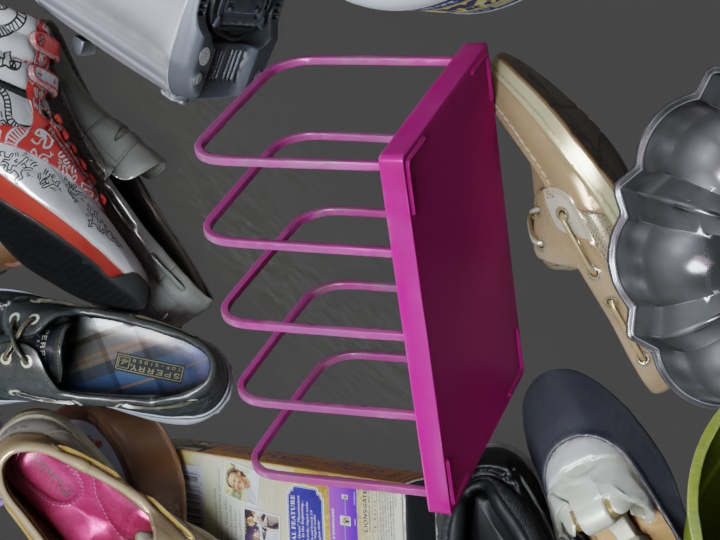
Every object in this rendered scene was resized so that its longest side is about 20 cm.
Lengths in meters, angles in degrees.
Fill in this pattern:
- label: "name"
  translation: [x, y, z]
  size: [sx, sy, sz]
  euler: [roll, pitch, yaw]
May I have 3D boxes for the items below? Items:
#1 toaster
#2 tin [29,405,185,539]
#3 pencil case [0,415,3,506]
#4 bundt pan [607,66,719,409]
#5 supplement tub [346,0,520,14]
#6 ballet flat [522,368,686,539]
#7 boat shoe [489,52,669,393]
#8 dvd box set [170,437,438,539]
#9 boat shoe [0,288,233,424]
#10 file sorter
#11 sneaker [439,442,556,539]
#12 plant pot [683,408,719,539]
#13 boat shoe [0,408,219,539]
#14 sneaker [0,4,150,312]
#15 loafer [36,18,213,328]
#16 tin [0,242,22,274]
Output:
- label: "toaster"
  translation: [-0.099, -0.201, 1.065]
  size: [0.128, 0.114, 0.201]
  euler: [26, 106, 17]
- label: "tin"
  translation: [-0.150, 0.175, 1.139]
  size: [0.111, 0.042, 0.202]
  euler: [4, 99, 40]
- label: "pencil case"
  translation: [-0.263, 0.055, 1.143]
  size: [0.201, 0.083, 0.086]
  euler: [66, 154, 19]
- label: "bundt pan"
  translation: [0.226, -0.012, 0.958]
  size: [0.200, 0.076, 0.204]
  euler: [0, 94, -1]
- label: "supplement tub"
  translation: [0.033, -0.203, 0.972]
  size: [0.143, 0.200, 0.146]
  euler: [2, 97, 19]
- label: "ballet flat"
  translation: [0.146, 0.145, 1.043]
  size: [0.073, 0.073, 0.201]
  euler: [-30, 86, 20]
- label: "boat shoe"
  translation: [0.120, -0.025, 1.031]
  size: [0.064, 0.071, 0.201]
  euler: [-38, 85, 18]
- label: "dvd box set"
  translation: [-0.039, 0.177, 1.091]
  size: [0.199, 0.029, 0.148]
  euler: [2, 98, 42]
- label: "boat shoe"
  translation: [-0.169, 0.044, 1.075]
  size: [0.198, 0.057, 0.069]
  euler: [7, 76, 0]
- label: "file sorter"
  translation: [0.000, 0.000, 1.008]
  size: [0.124, 0.139, 0.201]
  euler: [3, 120, 22]
- label: "sneaker"
  translation: [0.087, 0.198, 1.043]
  size: [0.073, 0.112, 0.201]
  euler: [-21, 89, 12]
- label: "plant pot"
  translation: [0.233, 0.178, 0.914]
  size: [0.199, 0.201, 0.194]
  euler: [25, 141, 15]
- label: "boat shoe"
  translation: [-0.126, 0.159, 1.046]
  size: [0.200, 0.069, 0.074]
  euler: [40, 94, -5]
- label: "sneaker"
  translation: [-0.176, -0.071, 1.058]
  size: [0.201, 0.108, 0.067]
  euler: [37, 153, -23]
- label: "loafer"
  translation: [-0.146, -0.057, 1.126]
  size: [0.069, 0.070, 0.201]
  euler: [-22, 95, 13]
- label: "tin"
  translation: [-0.228, -0.098, 1.125]
  size: [0.042, 0.112, 0.202]
  euler: [-17, 91, 10]
